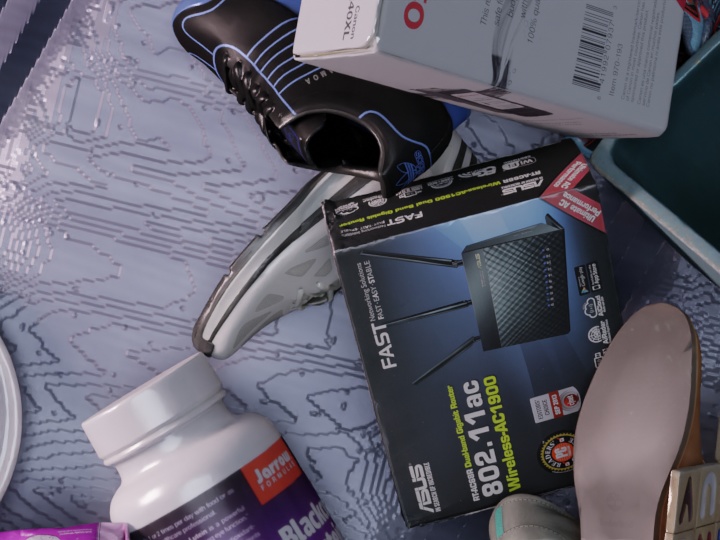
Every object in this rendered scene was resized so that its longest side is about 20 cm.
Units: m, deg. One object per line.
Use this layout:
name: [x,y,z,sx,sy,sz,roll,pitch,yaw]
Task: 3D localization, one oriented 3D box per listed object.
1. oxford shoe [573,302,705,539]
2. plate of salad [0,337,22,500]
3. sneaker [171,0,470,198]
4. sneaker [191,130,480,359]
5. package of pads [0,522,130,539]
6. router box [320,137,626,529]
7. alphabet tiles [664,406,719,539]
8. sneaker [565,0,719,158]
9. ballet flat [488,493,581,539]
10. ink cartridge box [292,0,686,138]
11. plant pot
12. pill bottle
oxford shoe: [0.164,0.118,1.108,0.071,0.071,0.200,6,93,-44]
plate of salad: [-0.301,0.090,1.178,0.200,0.048,0.200,1,83,-5]
sneaker: [-0.039,-0.104,1.124,0.200,0.070,0.078,23,58,28]
sneaker: [0.000,0.000,1.165,0.115,0.076,0.201,43,88,0]
package of pads: [-0.181,0.241,1.134,0.120,0.076,0.200,-5,122,-3]
router box: [0.073,0.038,1.135,0.150,0.062,0.200,-15,119,0]
alphabet tiles: [0.209,0.156,1.123,0.008,0.200,0.167,6,92,29]
sneaker: [0.190,-0.152,1.153,0.079,0.096,0.200,28,91,-2]
ballet flat: [0.154,0.188,1.173,0.200,0.064,0.067,34,115,-30]
ink cartridge box: [0.074,-0.161,1.050,0.200,0.083,0.145,12,86,-34]
plant pot: [0.288,-0.030,1.103,0.196,0.196,0.200,-43,132,0]
pill bottle: [-0.075,0.153,1.151,0.111,0.111,0.200,-31,92,0]
